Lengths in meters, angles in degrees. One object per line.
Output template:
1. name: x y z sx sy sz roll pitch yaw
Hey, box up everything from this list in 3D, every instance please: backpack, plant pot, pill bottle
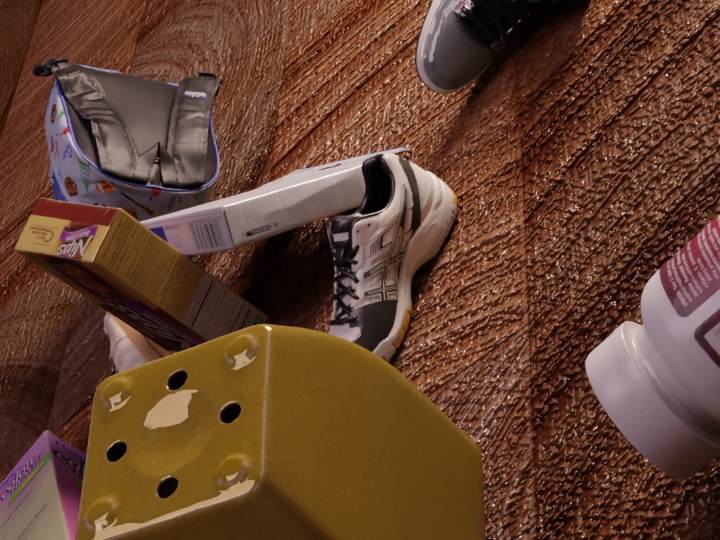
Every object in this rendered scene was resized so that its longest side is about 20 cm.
1. backpack: -0.233 -0.110 1.908 0.191 0.198 0.155 -112 31 -53
2. plant pot: -0.055 0.143 1.057 0.193 0.200 0.197 -19 42 20
3. pill bottle: 0.226 0.018 1.042 0.200 0.109 0.110 -44 27 20

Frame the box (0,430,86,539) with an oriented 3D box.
1. box: -0.275 0.268 1.603 0.176 0.096 0.200 -50 26 8

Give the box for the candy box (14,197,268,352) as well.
1. candy box: -0.186 0.011 1.623 0.116 0.200 0.057 9 67 44

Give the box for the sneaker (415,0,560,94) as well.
1. sneaker: 0.129 -0.231 1.557 0.201 0.083 0.121 -55 16 -5

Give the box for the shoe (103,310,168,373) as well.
1. shoe: -0.209 0.086 1.746 0.053 0.070 0.200 -45 28 -2

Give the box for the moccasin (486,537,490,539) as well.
1. moccasin: 0.060 0.191 1.157 0.081 0.068 0.200 -55 26 -5

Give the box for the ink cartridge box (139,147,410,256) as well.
1. ink cartridge box: -0.081 -0.055 1.662 0.199 0.041 0.199 -20 7 -31

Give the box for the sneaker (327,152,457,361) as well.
1. sneaker: 0.000 0.000 1.478 0.075 0.087 0.201 -11 50 52
